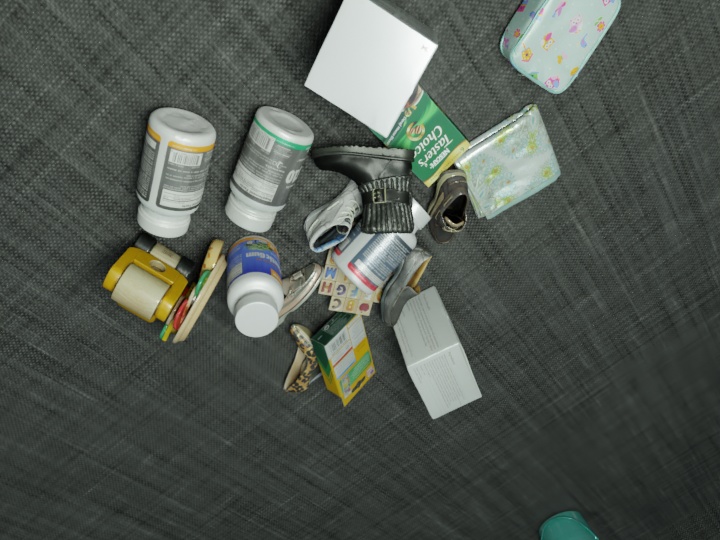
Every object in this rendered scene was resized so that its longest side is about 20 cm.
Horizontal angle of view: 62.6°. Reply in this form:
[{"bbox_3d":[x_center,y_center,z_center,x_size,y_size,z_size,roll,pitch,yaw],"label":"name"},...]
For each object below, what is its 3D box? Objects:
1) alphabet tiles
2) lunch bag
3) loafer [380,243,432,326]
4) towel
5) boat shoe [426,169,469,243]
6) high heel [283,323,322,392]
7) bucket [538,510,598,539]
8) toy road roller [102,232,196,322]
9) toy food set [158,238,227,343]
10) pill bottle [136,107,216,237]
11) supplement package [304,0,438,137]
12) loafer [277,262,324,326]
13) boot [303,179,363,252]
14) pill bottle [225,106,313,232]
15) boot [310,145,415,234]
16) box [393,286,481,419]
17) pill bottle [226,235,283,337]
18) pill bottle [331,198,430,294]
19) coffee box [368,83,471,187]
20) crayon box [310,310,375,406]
[{"bbox_3d":[0.000,0.000,1.283,0.162,0.006,0.205,9,109,-21],"label":"alphabet tiles"},{"bbox_3d":[0.354,-0.429,1.056,0.157,0.078,0.202,20,118,-27],"label":"lunch bag"},{"bbox_3d":[0.097,0.037,1.289,0.072,0.071,0.205,-20,130,-54],"label":"loafer"},{"bbox_3d":[0.299,-0.214,1.211,0.197,0.049,0.172,-31,127,8],"label":"towel"},{"bbox_3d":[0.179,-0.114,1.212,0.072,0.075,0.202,-7,144,-4],"label":"boat shoe"},{"bbox_3d":[-0.154,0.211,1.377,0.140,0.072,0.201,-31,134,2],"label":"high heel"},{"bbox_3d":[0.736,0.962,2.091,0.201,0.136,0.212,-7,126,-10],"label":"bucket"},{"bbox_3d":[-0.405,0.040,1.115,0.121,0.201,0.147,31,111,-12],"label":"toy road roller"},{"bbox_3d":[-0.320,0.049,1.149,0.048,0.201,0.200,30,134,-13],"label":"toy food set"},{"bbox_3d":[-0.330,-0.169,1.041,0.113,0.118,0.203,12,122,-21],"label":"pill bottle"},{"bbox_3d":[0.023,-0.337,0.936,0.148,0.201,0.154,29,116,-8],"label":"supplement package"},{"bbox_3d":[-0.160,0.052,1.271,0.062,0.073,0.200,36,113,-24],"label":"loafer"},{"bbox_3d":[-0.024,-0.110,1.171,0.198,0.097,0.074,-36,126,12],"label":"boot"},{"bbox_3d":[-0.171,-0.180,1.075,0.111,0.114,0.203,16,120,-24],"label":"pill bottle"},{"bbox_3d":[0.003,-0.149,1.100,0.205,0.079,0.163,6,101,11],"label":"boot"},{"bbox_3d":[0.168,0.187,1.363,0.128,0.201,0.202,-24,127,5],"label":"box"},{"bbox_3d":[-0.206,0.031,1.158,0.109,0.202,0.115,-7,127,-9],"label":"pill bottle"},{"bbox_3d":[0.045,-0.063,1.200,0.200,0.120,0.119,-46,124,6],"label":"pill bottle"},{"bbox_3d":[0.109,-0.266,1.128,0.122,0.044,0.199,-41,124,16],"label":"coffee box"},{"bbox_3d":[-0.037,0.198,1.373,0.125,0.051,0.204,-42,135,-33],"label":"crayon box"}]
